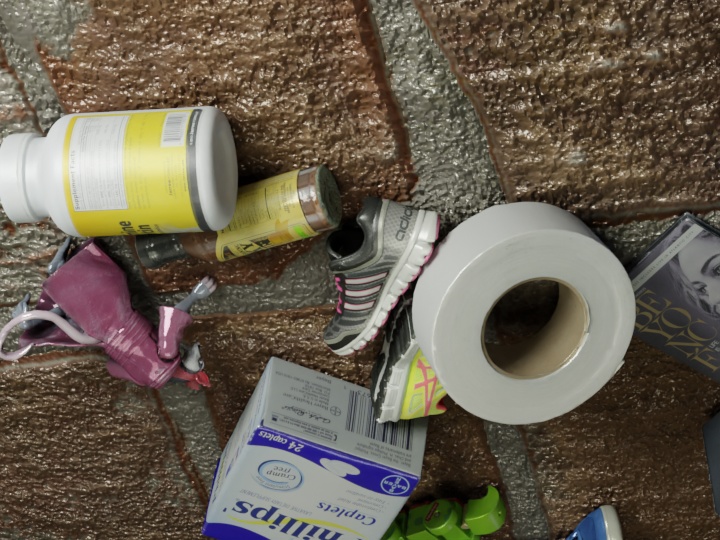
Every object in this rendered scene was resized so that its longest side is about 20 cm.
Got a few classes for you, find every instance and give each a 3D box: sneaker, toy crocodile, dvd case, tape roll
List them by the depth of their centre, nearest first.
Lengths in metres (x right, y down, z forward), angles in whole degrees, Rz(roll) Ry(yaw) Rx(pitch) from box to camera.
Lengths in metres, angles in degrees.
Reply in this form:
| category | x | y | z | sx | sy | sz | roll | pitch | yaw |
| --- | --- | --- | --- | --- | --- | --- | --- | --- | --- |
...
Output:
| category | x | y | z | sx | sy | sz | roll | pitch | yaw |
| --- | --- | --- | --- | --- | --- | --- | --- | --- | --- |
| tape roll | 0.152 | 0.041 | 1.459 | 0.201 | 0.071 | 0.203 | -6 | 115 | -13 |
| sneaker | 0.000 | 0.000 | 1.493 | 0.087 | 0.074 | 0.200 | 28 | 133 | -6 |
| dvd case | 0.345 | 0.036 | 1.520 | 0.199 | 0.016 | 0.149 | 28 | 130 | -18 |
| sneaker | 0.071 | 0.075 | 1.558 | 0.090 | 0.078 | 0.200 | 5 | 137 | -13 |
| toy crocodile | 0.070 | 0.288 | 1.759 | 0.199 | 0.062 | 0.068 | -20 | 133 | 29 |
| sneaker | 0.226 | 0.336 | 1.766 | 0.111 | 0.077 | 0.200 | 1 | 140 | -7 |

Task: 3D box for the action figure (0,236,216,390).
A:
| category | x | y | z | sx | sy | sz | roll | pitch | yaw |
| --- | --- | --- | --- | --- | --- | --- | --- | --- | --- |
| action figure | -0.229 | 0.060 | 1.530 | 0.200 | 0.149 | 0.134 | 37 | 121 | -7 |

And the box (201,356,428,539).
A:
| category | x | y | z | sx | sy | sz | roll | pitch | yaw |
| --- | --- | --- | --- | --- | --- | --- | --- | --- | --- |
| box | -0.049 | 0.215 | 1.670 | 0.183 | 0.105 | 0.200 | 19 | 132 | -10 |

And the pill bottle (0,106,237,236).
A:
| category | x | y | z | sx | sy | sz | roll | pitch | yaw |
| --- | --- | --- | --- | --- | --- | --- | --- | --- | --- |
| pill bottle | -0.217 | -0.087 | 1.408 | 0.199 | 0.112 | 0.112 | -2 | 132 | 9 |

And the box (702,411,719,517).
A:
| category | x | y | z | sx | sy | sz | roll | pitch | yaw |
| --- | --- | --- | --- | --- | --- | --- | --- | --- | --- |
| box | 0.483 | 0.181 | 1.556 | 0.196 | 0.124 | 0.200 | 23 | 131 | -22 |

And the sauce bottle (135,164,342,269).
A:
| category | x | y | z | sx | sy | sz | roll | pitch | yaw |
| --- | --- | --- | --- | --- | --- | --- | --- | --- | --- |
| sauce bottle | -0.116 | -0.045 | 1.469 | 0.199 | 0.065 | 0.065 | -15 | 129 | 21 |
